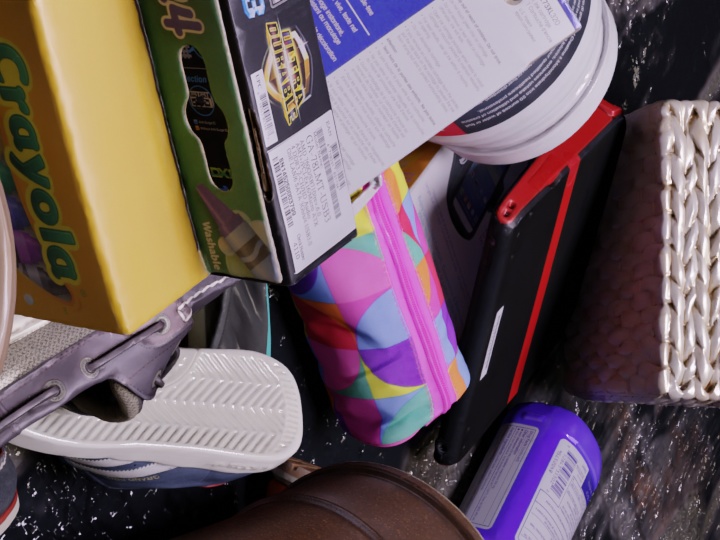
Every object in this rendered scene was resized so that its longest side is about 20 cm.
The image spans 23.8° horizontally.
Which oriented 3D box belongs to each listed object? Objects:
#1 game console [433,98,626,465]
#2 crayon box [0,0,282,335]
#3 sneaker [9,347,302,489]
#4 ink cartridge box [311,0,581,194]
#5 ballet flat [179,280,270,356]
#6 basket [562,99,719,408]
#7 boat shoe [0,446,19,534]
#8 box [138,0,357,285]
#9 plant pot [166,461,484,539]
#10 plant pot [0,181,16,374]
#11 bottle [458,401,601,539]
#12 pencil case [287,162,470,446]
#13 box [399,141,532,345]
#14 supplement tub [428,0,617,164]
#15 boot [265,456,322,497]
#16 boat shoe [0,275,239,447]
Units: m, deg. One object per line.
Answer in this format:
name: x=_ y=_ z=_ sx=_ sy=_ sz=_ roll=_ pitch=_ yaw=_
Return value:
game console: x=0.101 y=0.003 z=1.050 sx=0.177 sy=0.031 sz=0.200 roll=-43 pitch=151 yaw=-45
crayon box: x=-0.132 y=-0.050 z=0.611 sx=0.052 sy=0.200 sz=0.126 roll=-40 pitch=127 yaw=-45
sneaker: x=-0.127 y=0.062 z=0.764 sx=0.200 sy=0.084 sz=0.075 roll=20 pitch=57 yaw=-32
ink cartridge box: x=-0.008 y=-0.092 z=0.770 sx=0.200 sy=0.037 sz=0.095 roll=-35 pitch=106 yaw=-1
ballet flat: x=-0.076 y=-0.028 z=0.821 sx=0.068 sy=0.068 sz=0.200 roll=-11 pitch=106 yaw=-41
basket: x=0.236 y=-0.003 z=1.104 sx=0.161 sy=0.200 sz=0.199 roll=2 pitch=87 yaw=-12
boat shoe: x=-0.211 y=0.087 z=0.645 sx=0.200 sy=0.071 sz=0.063 roll=-11 pitch=103 yaw=-50
box: x=-0.108 y=-0.100 z=0.637 sx=0.050 sy=0.200 sz=0.199 roll=-37 pitch=125 yaw=-45
plant pot: x=-0.059 y=0.201 z=0.794 sx=0.198 sy=0.200 sz=0.201 roll=-4 pitch=100 yaw=-47
plant pot: x=-0.211 y=0.002 z=0.564 sx=0.093 sy=0.201 sz=0.201 roll=179 pitch=-81 yaw=-85
bottle: x=0.091 y=0.183 z=1.102 sx=0.200 sy=0.065 sz=0.084 roll=-60 pitch=141 yaw=-29
pencil case: x=0.000 y=0.000 z=0.919 sx=0.088 sy=0.088 sz=0.200 roll=-51 pitch=136 yaw=-37
box: x=0.067 y=-0.052 z=1.047 sx=0.200 sy=0.041 sz=0.119 roll=-55 pitch=137 yaw=-38
supplement tub: x=0.041 y=-0.151 z=0.896 sx=0.200 sy=0.140 sz=0.141 roll=35 pitch=67 yaw=-52
boot: x=-0.004 y=0.183 z=0.964 sx=0.107 sy=0.075 sz=0.200 roll=-53 pitch=131 yaw=-13
boat shoe: x=-0.109 y=0.032 z=0.689 sx=0.200 sy=0.072 sz=0.065 roll=-26 pitch=89 yaw=-38
